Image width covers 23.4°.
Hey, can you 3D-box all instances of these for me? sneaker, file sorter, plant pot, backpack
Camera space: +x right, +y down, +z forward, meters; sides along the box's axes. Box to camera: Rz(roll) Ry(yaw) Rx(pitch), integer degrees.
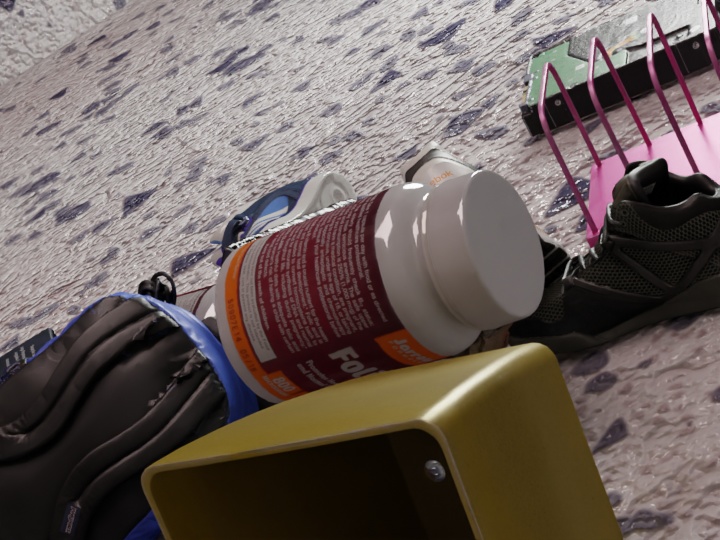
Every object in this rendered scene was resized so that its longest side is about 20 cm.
[{"bbox_3d":[0.092,-0.028,1.256,0.073,0.200,0.080,-38,54,3],"label":"sneaker"},{"bbox_3d":[0.176,-0.013,1.216,0.198,0.115,0.076,-20,21,30],"label":"sneaker"},{"bbox_3d":[0.250,-0.132,1.365,0.198,0.126,0.139,-22,23,20],"label":"file sorter"},{"bbox_3d":[0.035,0.144,0.953,0.198,0.202,0.176,-14,15,36],"label":"plant pot"},{"bbox_3d":[-0.176,0.115,1.260,0.200,0.163,0.168,-46,-11,6],"label":"backpack"},{"bbox_3d":[-0.094,-0.006,1.614,0.146,0.081,0.201,-23,24,40],"label":"sneaker"}]

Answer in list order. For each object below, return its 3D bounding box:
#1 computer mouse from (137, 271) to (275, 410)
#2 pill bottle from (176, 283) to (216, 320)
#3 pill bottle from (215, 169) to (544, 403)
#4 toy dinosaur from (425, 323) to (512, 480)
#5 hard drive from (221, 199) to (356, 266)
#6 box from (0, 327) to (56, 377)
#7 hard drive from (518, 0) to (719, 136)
[{"bbox_3d":[-0.102,0.101,1.326,0.199,0.142,0.046,26,33,17],"label":"computer mouse"},{"bbox_3d":[-0.124,0.070,1.421,0.198,0.110,0.110,-15,25,34],"label":"pill bottle"},{"bbox_3d":[0.012,0.010,1.131,0.199,0.115,0.114,-19,23,33],"label":"pill bottle"},{"bbox_3d":[0.034,0.088,1.216,0.199,0.086,0.136,-10,29,51],"label":"toy dinosaur"},{"bbox_3d":[0.000,0.000,1.336,0.139,0.038,0.200,21,21,22],"label":"hard drive"},{"bbox_3d":[-0.314,0.162,1.466,0.199,0.108,0.148,-31,21,-4],"label":"box"},{"bbox_3d":[0.249,-0.201,1.645,0.198,0.038,0.140,-21,23,20],"label":"hard drive"}]
